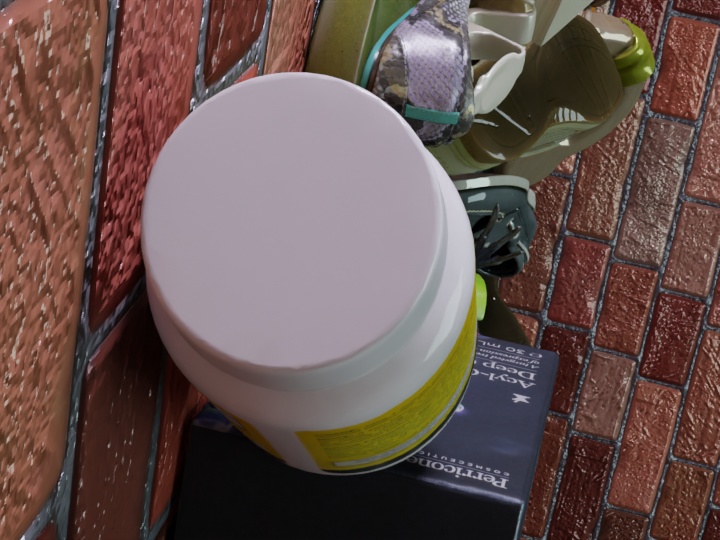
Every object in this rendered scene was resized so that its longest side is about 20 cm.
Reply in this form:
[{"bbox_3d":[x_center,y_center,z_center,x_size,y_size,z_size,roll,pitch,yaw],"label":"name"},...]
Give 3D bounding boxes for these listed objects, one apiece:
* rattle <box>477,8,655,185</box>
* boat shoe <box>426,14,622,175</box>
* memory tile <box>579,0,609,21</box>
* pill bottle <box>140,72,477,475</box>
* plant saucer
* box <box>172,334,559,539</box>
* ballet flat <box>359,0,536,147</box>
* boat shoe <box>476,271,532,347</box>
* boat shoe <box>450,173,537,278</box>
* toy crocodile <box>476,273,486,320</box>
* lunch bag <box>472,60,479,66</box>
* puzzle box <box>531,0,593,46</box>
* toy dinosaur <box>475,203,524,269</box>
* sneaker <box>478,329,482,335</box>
[{"bbox_3d":[0.109,-0.134,1.230,0.130,0.143,0.200,-12,147,-50],"label":"rattle"},{"bbox_3d":[0.090,-0.099,0.981,0.200,0.063,0.074,-36,101,-52],"label":"boat shoe"},{"bbox_3d":[0.112,-0.174,1.148,0.154,0.017,0.200,-57,-159,6],"label":"memory tile"},{"bbox_3d":[-0.014,0.007,0.603,0.200,0.113,0.115,74,30,-77],"label":"pill bottle"},{"bbox_3d":[-0.001,-0.096,0.851,0.200,0.031,0.202,14,90,-83],"label":"plant saucer"},{"bbox_3d":[0.007,0.101,0.795,0.200,0.147,0.108,-57,158,-71],"label":"box"},{"bbox_3d":[0.051,-0.118,0.831,0.201,0.071,0.073,-67,168,-54],"label":"ballet flat"},{"bbox_3d":[0.069,0.025,1.253,0.066,0.071,0.202,-47,-124,40],"label":"boat shoe"},{"bbox_3d":[0.078,-0.029,1.102,0.200,0.072,0.063,11,82,-73],"label":"boat shoe"},{"bbox_3d":[0.010,0.083,0.925,0.201,0.067,0.062,-58,-151,14],"label":"toy crocodile"},{"bbox_3d":[0.074,-0.217,1.048,0.177,0.081,0.201,86,17,-53],"label":"lunch bag"},{"bbox_3d":[0.157,-0.215,0.891,0.200,0.025,0.134,-43,163,-41],"label":"puzzle box"},{"bbox_3d":[0.000,0.000,1.004,0.199,0.104,0.184,-20,-118,57],"label":"toy dinosaur"},{"bbox_3d":[0.045,0.027,1.141,0.201,0.074,0.081,-99,-165,-55],"label":"sneaker"}]
